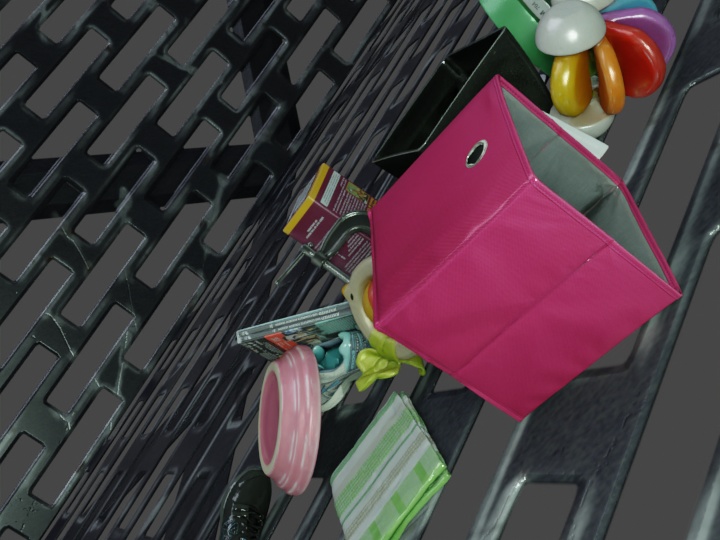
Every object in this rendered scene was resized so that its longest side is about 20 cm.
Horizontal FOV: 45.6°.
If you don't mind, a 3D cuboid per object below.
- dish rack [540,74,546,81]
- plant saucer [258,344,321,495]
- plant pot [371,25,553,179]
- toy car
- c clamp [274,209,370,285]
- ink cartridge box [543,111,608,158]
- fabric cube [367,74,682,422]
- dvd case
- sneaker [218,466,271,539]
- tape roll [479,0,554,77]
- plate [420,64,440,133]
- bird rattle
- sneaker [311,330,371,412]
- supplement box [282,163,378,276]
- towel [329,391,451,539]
[{"bbox_3d":[0.220,-0.268,1.462,0.172,0.043,0.200,-54,16,-6],"label":"dish rack"},{"bbox_3d":[-0.102,0.202,1.173,0.200,0.050,0.203,-174,90,-73],"label":"plant saucer"},{"bbox_3d":[0.165,-0.182,1.180,0.201,0.177,0.199,-56,16,-9],"label":"plant pot"},{"bbox_3d":[0.307,-0.269,1.052,0.148,0.176,0.201,3,48,29],"label":"toy car"},{"bbox_3d":[0.000,0.000,1.271,0.172,0.199,0.027,-57,-16,-15],"label":"c clamp"},{"bbox_3d":[0.175,-0.096,1.023,0.201,0.159,0.047,-53,-27,-7],"label":"ink cartridge box"},{"bbox_3d":[0.141,-0.022,0.817,0.199,0.199,0.197,-44,27,27],"label":"fabric cube"},{"bbox_3d":[-0.056,0.084,1.196,0.198,0.022,0.146,-14,-18,9],"label":"dvd case"},{"bbox_3d":[-0.155,0.360,1.143,0.081,0.073,0.202,-16,46,47],"label":"sneaker"},{"bbox_3d":[0.257,-0.374,1.288,0.048,0.200,0.201,-43,18,29],"label":"tape roll"},{"bbox_3d":[0.134,-0.200,1.385,0.032,0.202,0.201,2,38,14],"label":"plate"},{"bbox_3d":[0.045,0.057,1.012,0.112,0.164,0.200,-30,-7,-31],"label":"bird rattle"},{"bbox_3d":[-0.049,0.137,1.226,0.200,0.086,0.078,-42,46,38],"label":"sneaker"},{"bbox_3d":[-0.011,-0.064,1.376,0.086,0.199,0.111,-47,14,35],"label":"supplement box"},{"bbox_3d":[0.030,0.232,0.957,0.150,0.031,0.200,-54,17,5],"label":"towel"}]
